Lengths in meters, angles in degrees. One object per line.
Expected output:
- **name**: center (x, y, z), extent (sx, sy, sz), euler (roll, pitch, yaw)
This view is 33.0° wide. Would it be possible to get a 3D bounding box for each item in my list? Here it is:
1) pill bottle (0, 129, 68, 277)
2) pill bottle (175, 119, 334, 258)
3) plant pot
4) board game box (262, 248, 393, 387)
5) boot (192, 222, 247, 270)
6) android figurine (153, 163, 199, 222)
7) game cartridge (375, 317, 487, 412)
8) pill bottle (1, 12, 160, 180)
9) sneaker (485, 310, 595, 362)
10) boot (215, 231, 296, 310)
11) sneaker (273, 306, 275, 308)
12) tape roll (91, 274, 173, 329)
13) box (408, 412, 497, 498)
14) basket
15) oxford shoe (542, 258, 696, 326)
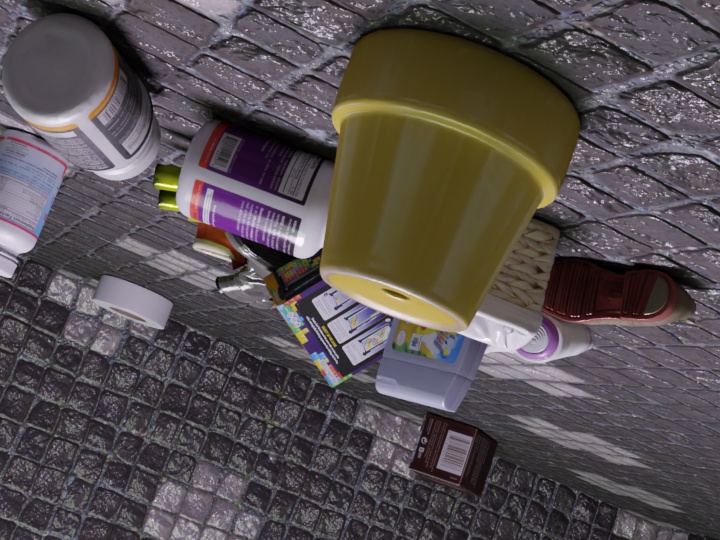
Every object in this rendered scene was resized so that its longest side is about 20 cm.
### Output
- **pill bottle**: center (-0.519, -0.098, 1.810), extent (0.107, 0.202, 0.109), euler (20, 169, 4)
- **pill bottle**: center (-0.096, -0.084, 1.344), extent (0.197, 0.114, 0.113), euler (20, 169, 3)
- **plant pot**: center (0.056, -0.062, 0.982), extent (0.198, 0.191, 0.201), euler (20, 170, 4)
- **board game box**: center (-0.010, 0.040, 1.539), extent (0.057, 0.164, 0.201), euler (58, 178, 40)
- **boot**: center (-0.126, -0.041, 1.620), extent (0.197, 0.109, 0.075), euler (18, 166, 4)
- **android figurine**: center (-0.154, -0.094, 1.504), extent (0.197, 0.042, 0.182), euler (6, 159, 0)
- **game cartridge**: center (0.098, 0.062, 1.454), extent (0.132, 0.203, 0.040), euler (9, 168, 41)
- **pill bottle**: center (-0.279, -0.171, 1.254), extent (0.115, 0.118, 0.200), euler (18, 168, 12)
- **sneaker**: center (0.194, 0.069, 1.459), extent (0.099, 0.076, 0.199), euler (0, -168, -37)
- **boot**: center (-0.137, 0.001, 1.552), extent (0.129, 0.069, 0.199), euler (-23, 148, 26)
- **sneaker**: center (-0.072, -0.028, 1.716), extent (0.198, 0.110, 0.070), euler (-21, 146, 25)
- **tape roll**: center (-0.581, 0.082, 3.101), extent (0.200, 0.072, 0.203), euler (19, 168, 4)
- **box**: center (0.258, 0.514, 3.373), extent (0.162, 0.168, 0.200), euler (13, 166, 27)
- **basket**: center (0.104, -0.009, 1.308), extent (0.197, 0.125, 0.136), euler (20, 168, 0)
- **oxford shoe**: center (0.277, 0.034, 1.347), extent (0.074, 0.071, 0.199), euler (21, 173, -41)
